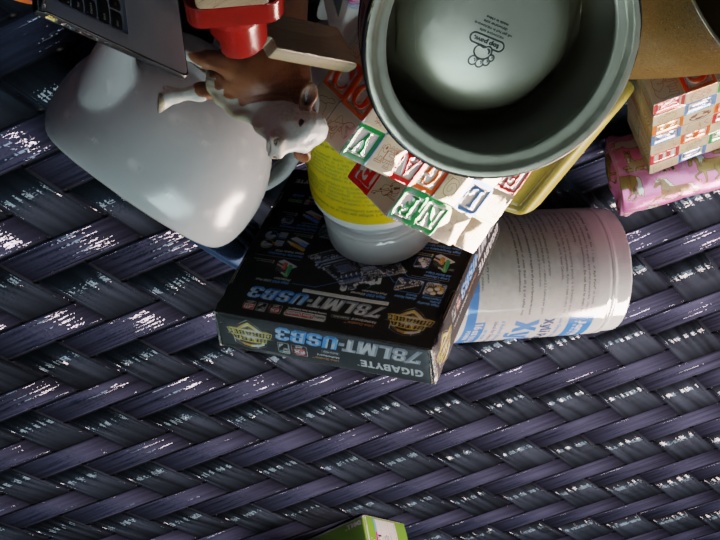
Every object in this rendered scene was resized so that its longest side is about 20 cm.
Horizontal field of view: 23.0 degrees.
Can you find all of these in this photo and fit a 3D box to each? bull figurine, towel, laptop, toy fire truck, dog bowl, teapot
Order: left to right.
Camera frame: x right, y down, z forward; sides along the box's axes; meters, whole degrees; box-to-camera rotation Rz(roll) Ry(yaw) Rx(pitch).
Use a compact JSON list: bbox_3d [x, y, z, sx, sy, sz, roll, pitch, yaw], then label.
[{"bbox_3d":[-0.149,-0.250,1.079,0.116,0.188,0.200,-26,151,32],"label":"laptop"},{"bbox_3d":[-0.139,-0.121,1.400,0.146,0.197,0.200,-54,-173,3],"label":"teapot"},{"bbox_3d":[-0.138,-0.048,1.596,0.049,0.111,0.200,-59,159,-4],"label":"towel"},{"bbox_3d":[-0.083,-0.164,1.283,0.121,0.201,0.065,4,154,-8],"label":"bull figurine"},{"bbox_3d":[-0.070,-0.219,1.183,0.128,0.177,0.200,-5,153,-3],"label":"toy fire truck"},{"bbox_3d":[0.087,-0.169,1.213,0.199,0.074,0.201,-7,115,-15],"label":"dog bowl"}]

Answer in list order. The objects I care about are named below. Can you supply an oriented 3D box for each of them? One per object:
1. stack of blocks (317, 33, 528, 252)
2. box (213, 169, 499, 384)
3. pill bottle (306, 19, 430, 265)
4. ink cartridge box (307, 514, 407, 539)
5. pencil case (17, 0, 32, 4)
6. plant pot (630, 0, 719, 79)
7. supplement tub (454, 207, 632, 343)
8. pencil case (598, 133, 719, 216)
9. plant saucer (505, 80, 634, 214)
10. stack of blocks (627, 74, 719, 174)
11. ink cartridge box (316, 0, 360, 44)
[{"bbox_3d":[0.047,-0.098,1.357,0.200,0.059,0.115,22,109,-49],"label":"stack of blocks"},{"bbox_3d":[0.000,0.000,1.539,0.199,0.199,0.050,8,136,18],"label":"box"},{"bbox_3d":[0.009,-0.106,1.467,0.114,0.115,0.201,-10,135,-3],"label":"pill bottle"},{"bbox_3d":[-0.042,0.417,2.611,0.147,0.076,0.200,-28,149,31],"label":"ink cartridge box"},{"bbox_3d":[-0.281,-0.238,1.175,0.199,0.089,0.088,12,146,-43],"label":"pencil case"},{"bbox_3d":[0.193,-0.220,1.337,0.199,0.187,0.186,-13,159,39],"label":"plant pot"},{"bbox_3d":[0.160,0.004,1.797,0.199,0.133,0.132,-3,153,-16],"label":"supplement tub"},{"bbox_3d":[0.332,-0.112,1.689,0.199,0.087,0.083,-15,141,7],"label":"pencil case"},{"bbox_3d":[0.109,-0.120,1.553,0.199,0.049,0.200,15,147,-14],"label":"plant saucer"},{"bbox_3d":[0.298,-0.158,1.554,0.115,0.059,0.200,-21,165,3],"label":"stack of blocks"},{"bbox_3d":[0.040,-0.223,1.314,0.117,0.068,0.200,-5,154,-14],"label":"ink cartridge box"}]
